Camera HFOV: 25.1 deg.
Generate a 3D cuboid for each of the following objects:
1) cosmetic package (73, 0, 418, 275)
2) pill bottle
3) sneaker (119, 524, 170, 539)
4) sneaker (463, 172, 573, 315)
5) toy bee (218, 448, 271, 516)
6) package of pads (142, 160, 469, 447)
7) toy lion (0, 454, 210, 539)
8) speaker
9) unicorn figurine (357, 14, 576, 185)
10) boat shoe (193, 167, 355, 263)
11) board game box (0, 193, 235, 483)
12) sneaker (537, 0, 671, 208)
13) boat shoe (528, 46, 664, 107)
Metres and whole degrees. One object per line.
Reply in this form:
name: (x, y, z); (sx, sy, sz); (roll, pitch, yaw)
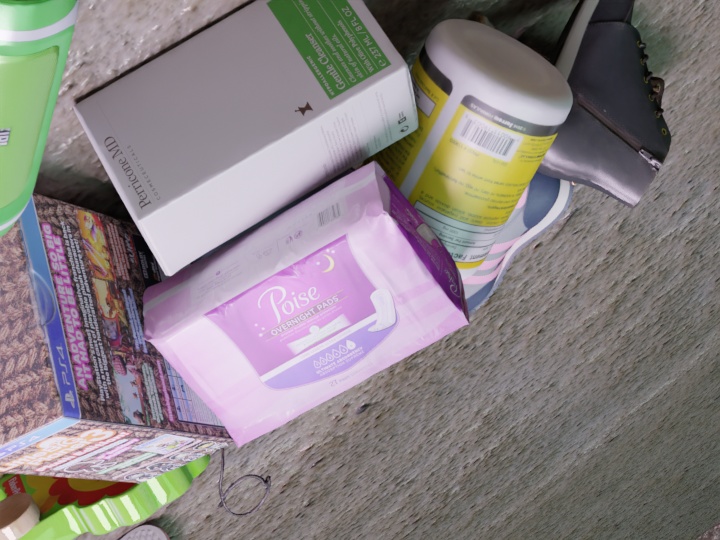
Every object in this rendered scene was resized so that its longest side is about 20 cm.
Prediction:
cosmetic package: (-0.073, -0.100, 1.067); (0.199, 0.108, 0.085); (-31, 155, -7)
pill bottle: (0.058, -0.066, 1.151); (0.112, 0.113, 0.201); (-3, 130, -47)
sneaker: (-0.268, 0.348, 1.669); (0.199, 0.076, 0.105); (-34, 150, -8)
sneaker: (0.102, -0.032, 1.462); (0.081, 0.071, 0.200); (14, 127, -36)
toy bee: (-0.144, 0.102, 1.376); (0.129, 0.109, 0.202); (-5, 123, -21)
package of pads: (-0.038, 0.023, 1.092); (0.199, 0.076, 0.121); (-29, 122, 16)
toy lion: (-0.208, 0.156, 1.279); (0.191, 0.200, 0.069); (-32, 113, -10)
speaker: (-0.215, -0.104, 0.919); (0.088, 0.089, 0.201); (-16, 150, -32)
unicorn figurine: (0.073, -0.125, 1.249); (0.198, 0.074, 0.138); (-7, 147, -8)
boat shoe: (-0.083, -0.019, 1.244); (0.198, 0.074, 0.065); (-23, -179, 4)
board game box: (-0.193, 0.052, 1.111); (0.096, 0.161, 0.199); (-25, 159, 23)
sneaker: (0.197, -0.147, 1.219); (0.075, 0.105, 0.202); (122, -6, -77)
boat shoe: (0.192, -0.161, 1.337); (0.199, 0.072, 0.073); (16, 97, -45)
